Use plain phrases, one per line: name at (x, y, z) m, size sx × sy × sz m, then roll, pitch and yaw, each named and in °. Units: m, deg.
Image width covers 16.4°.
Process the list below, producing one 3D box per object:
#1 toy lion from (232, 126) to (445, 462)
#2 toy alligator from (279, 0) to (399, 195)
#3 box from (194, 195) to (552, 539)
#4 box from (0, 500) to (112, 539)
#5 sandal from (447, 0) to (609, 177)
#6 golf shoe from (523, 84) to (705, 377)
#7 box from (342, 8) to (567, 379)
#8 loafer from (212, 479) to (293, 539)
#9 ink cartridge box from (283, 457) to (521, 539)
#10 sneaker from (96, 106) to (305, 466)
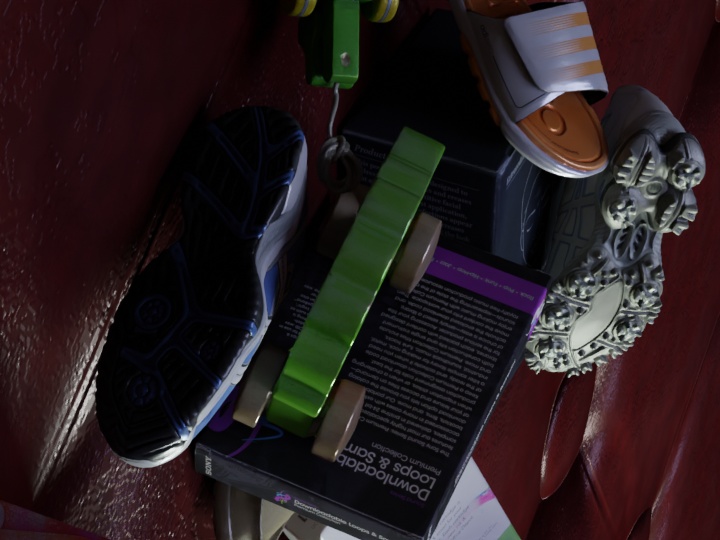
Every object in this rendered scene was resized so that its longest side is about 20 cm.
toy lion at (0.000, 0.000, 1.349) m, size 0.192 × 0.068 × 0.200 m, roll 114°, pitch 1°, yaw -56°
toy alligator at (-0.016, -0.142, 1.339) m, size 0.054 × 0.059 × 0.201 m, roll -170°, pitch -97°, yaw -66°
box at (0.009, 0.059, 1.452) m, size 0.036 × 0.142 × 0.200 m, roll 95°, pitch 20°, yaw -53°
box at (-0.140, 0.193, 1.197) m, size 0.200 × 0.102 × 0.095 m, roll 69°, pitch 41°, yaw -62°
sandal at (0.096, -0.152, 1.485) m, size 0.059 × 0.207 × 0.079 m, roll -32°, pitch 174°, yaw 42°
golf shoe at (0.155, -0.025, 1.582) m, size 0.097 × 0.078 × 0.201 m, roll -105°, pitch -146°, yaw -50°
box at (0.064, -0.037, 1.589) m, size 0.149 × 0.107 × 0.201 m, roll -54°, pitch 153°, yaw -45°
loafer at (-0.027, 0.090, 1.490) m, size 0.076 × 0.067 × 0.201 m, roll 77°, pitch 34°, yaw -55°
ink cartridge box at (0.021, 0.159, 1.607) m, size 0.117 × 0.067 × 0.200 m, roll -46°, pitch 144°, yaw -12°
sneaker at (-0.070, 0.017, 1.271) m, size 0.201 × 0.075 × 0.077 m, roll -64°, pitch 156°, yaw -26°
